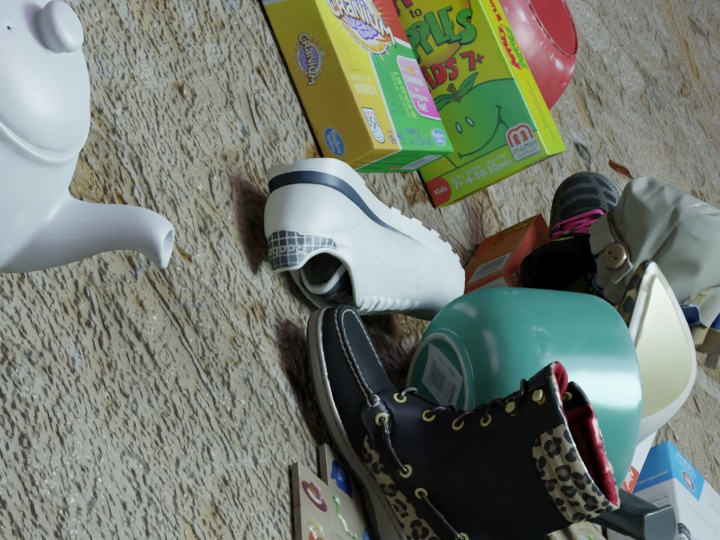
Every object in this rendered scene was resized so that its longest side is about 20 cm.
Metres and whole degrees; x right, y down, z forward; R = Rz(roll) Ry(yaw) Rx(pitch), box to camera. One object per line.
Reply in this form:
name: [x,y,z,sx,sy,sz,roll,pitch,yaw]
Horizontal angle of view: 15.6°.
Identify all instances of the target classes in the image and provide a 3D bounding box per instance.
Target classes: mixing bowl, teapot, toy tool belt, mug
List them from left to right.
teapot: [-0.201,-0.095,1.272,0.200,0.146,0.198,29,41,-54]
mixing bowl: [0.106,-0.193,2.111,0.200,0.108,0.200,49,26,-35]
mug: [0.091,0.092,1.751,0.114,0.185,0.152,4,68,-27]
toy tool belt: [0.236,0.013,1.895,0.125,0.123,0.200,30,6,35]

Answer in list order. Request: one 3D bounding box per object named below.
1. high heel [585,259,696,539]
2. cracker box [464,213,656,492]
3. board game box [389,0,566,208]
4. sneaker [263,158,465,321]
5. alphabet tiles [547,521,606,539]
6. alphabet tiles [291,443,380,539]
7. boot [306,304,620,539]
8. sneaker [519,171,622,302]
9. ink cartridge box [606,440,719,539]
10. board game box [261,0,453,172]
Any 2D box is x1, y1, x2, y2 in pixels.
high heel: [0.164,0.082,1.809,0.071,0.142,0.200,-6,103,-29]
cracker box: [0.148,0.072,1.992,0.200,0.058,0.134,61,23,-11]
board game box: [0.066,-0.160,1.995,0.200,0.101,0.048,66,23,3]
sneaker: [0.000,0.000,1.739,0.200,0.076,0.081,32,50,-46]
alphabet tiles: [0.172,0.210,1.853,0.200,0.006,0.166,47,8,13]
alphabet tiles: [0.017,0.206,1.627,0.200,0.008,0.167,44,31,-41]
boot: [0.062,0.094,1.635,0.073,0.150,0.200,-1,68,-66]
sneaker: [0.162,-0.009,1.935,0.087,0.074,0.200,51,32,-40]
ink cartridge box: [0.246,0.248,2.013,0.116,0.068,0.200,46,29,-38]
board game box: [-0.013,-0.170,1.908,0.153,0.040,0.200,-5,72,-67]
